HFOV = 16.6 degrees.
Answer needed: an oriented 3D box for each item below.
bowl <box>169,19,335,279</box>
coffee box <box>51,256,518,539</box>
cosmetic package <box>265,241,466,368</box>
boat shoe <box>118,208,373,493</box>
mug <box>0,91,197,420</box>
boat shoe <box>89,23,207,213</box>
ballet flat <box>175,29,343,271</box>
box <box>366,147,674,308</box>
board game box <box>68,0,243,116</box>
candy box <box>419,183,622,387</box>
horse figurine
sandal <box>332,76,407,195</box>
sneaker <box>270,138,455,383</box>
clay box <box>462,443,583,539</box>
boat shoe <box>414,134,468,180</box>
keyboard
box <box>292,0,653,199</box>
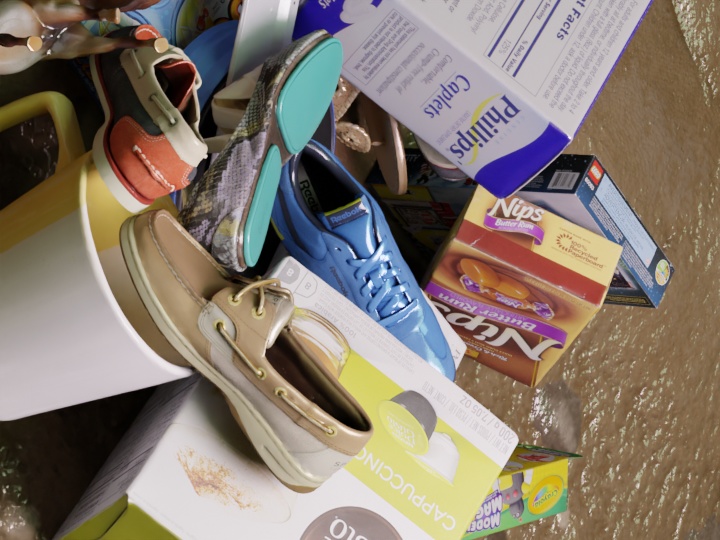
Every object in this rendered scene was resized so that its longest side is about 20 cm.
[{"bbox_3d":[-0.084,-0.070,1.699,0.200,0.039,0.202,-33,132,-47],"label":"bowl"},{"bbox_3d":[-0.053,0.148,1.626,0.199,0.200,0.198,38,65,-8],"label":"coffee box"},{"bbox_3d":[-0.002,0.048,1.784,0.102,0.074,0.200,-65,147,-15],"label":"cosmetic package"},{"bbox_3d":[-0.065,0.038,1.490,0.200,0.066,0.074,52,24,-10],"label":"boat shoe"},{"bbox_3d":[-0.193,0.007,1.544,0.149,0.152,0.188,48,28,-42],"label":"mug"},{"bbox_3d":[-0.127,-0.106,1.536,0.071,0.062,0.200,46,17,-24],"label":"boat shoe"},{"bbox_3d":[-0.072,-0.086,1.591,0.072,0.072,0.201,56,41,-36],"label":"ballet flat"},{"bbox_3d":[0.118,-0.033,1.843,0.137,0.199,0.038,50,58,-39],"label":"box"},{"bbox_3d":[-0.118,-0.189,1.685,0.200,0.034,0.136,-55,131,-27],"label":"board game box"},{"bbox_3d":[0.109,0.014,1.822,0.116,0.200,0.057,25,70,0],"label":"candy box"},{"bbox_3d":[-0.205,-0.144,1.511,0.199,0.132,0.050,-22,113,-36],"label":"horse figurine"},{"bbox_3d":[-0.022,-0.153,1.790,0.069,0.078,0.213,-13,99,-14],"label":"sandal"},{"bbox_3d":[0.000,0.000,1.651,0.066,0.078,0.201,-30,83,-17],"label":"sneaker"},{"bbox_3d":[0.070,0.167,1.880,0.199,0.114,0.048,-8,102,-46],"label":"clay box"},{"bbox_3d":[0.068,-0.135,1.813,0.063,0.071,0.201,93,-3,-47],"label":"boat shoe"},{"bbox_3d":[-0.074,-0.112,1.649,0.056,0.011,0.202,-1,105,-53],"label":"keyboard"},{"bbox_3d":[0.081,-0.185,1.710,0.200,0.105,0.184,38,53,-7],"label":"box"}]
